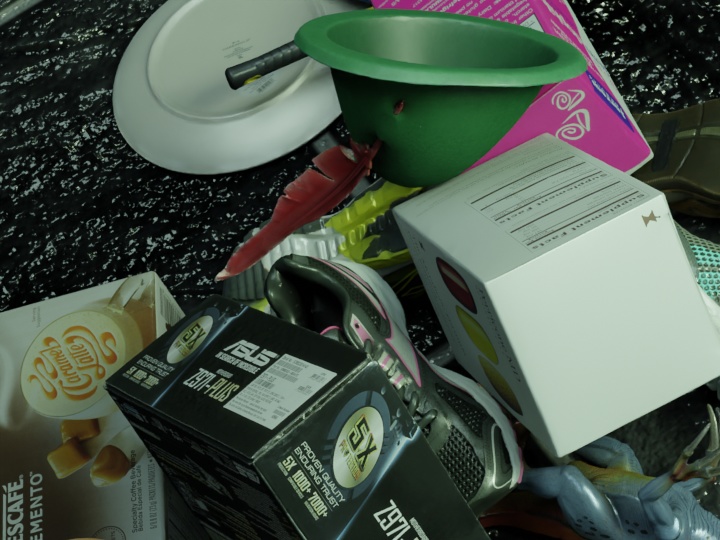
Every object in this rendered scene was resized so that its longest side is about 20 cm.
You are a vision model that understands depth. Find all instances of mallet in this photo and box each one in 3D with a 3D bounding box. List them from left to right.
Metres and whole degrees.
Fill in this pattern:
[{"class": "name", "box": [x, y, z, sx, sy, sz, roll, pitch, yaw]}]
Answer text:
[{"class": "mallet", "box": [0.002, -0.173, 1.562, 0.200, 0.066, 0.041, -24, 80, -14]}]

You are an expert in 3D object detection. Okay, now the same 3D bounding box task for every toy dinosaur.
[{"class": "toy dinosaur", "box": [0.170, 0.136, 1.306, 0.181, 0.200, 0.105, 43, 37, 18]}]

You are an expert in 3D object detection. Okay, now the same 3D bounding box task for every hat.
[{"class": "hat", "box": [0.033, -0.053, 1.357, 0.165, 0.176, 0.200, -4, 20, -26]}]

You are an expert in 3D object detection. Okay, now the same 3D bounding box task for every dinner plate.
[{"class": "dinner plate", "box": [-0.086, -0.152, 1.635, 0.200, 0.024, 0.200, -11, 53, 14]}]

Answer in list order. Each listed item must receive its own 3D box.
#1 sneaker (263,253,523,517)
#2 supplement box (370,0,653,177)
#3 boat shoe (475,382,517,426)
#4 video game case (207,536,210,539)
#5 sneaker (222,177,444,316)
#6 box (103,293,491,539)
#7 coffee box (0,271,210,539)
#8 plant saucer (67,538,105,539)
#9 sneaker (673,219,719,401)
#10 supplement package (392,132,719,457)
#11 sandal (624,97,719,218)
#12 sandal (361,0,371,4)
[{"class": "sneaker", "box": [0.005, 0.066, 1.297, 0.080, 0.086, 0.200, -51, 55, 11]}, {"class": "supplement box", "box": [0.091, -0.129, 1.471, 0.103, 0.101, 0.200, -36, 43, 15]}, {"class": "boat shoe", "box": [-0.001, 0.093, 1.393, 0.200, 0.072, 0.059, 0, 12, 34]}, {"class": "video game case", "box": [-0.140, 0.225, 1.371, 0.180, 0.026, 0.200, 19, 63, 31]}, {"class": "sneaker", "box": [0.000, 0.000, 1.459, 0.200, 0.085, 0.075, -21, 59, 34]}, {"class": "box", "box": [-0.029, 0.114, 1.244, 0.086, 0.164, 0.200, -39, 24, -17]}, {"class": "coffee box", "box": [-0.158, 0.112, 1.393, 0.114, 0.080, 0.200, -15, 51, 12]}, {"class": "plant saucer", "box": [-0.148, 0.248, 1.258, 0.200, 0.037, 0.201, -11, 72, 36]}, {"class": "sneaker", "box": [0.228, 0.023, 1.359, 0.091, 0.078, 0.200, -25, 51, -18]}, {"class": "supplement package", "box": [0.108, 0.008, 1.297, 0.109, 0.114, 0.200, -26, 16, -6]}, {"class": "sandal", "box": [0.212, -0.060, 1.433, 0.200, 0.055, 0.082, -5, 53, 37]}, {"class": "sandal", "box": [-0.030, -0.256, 1.655, 0.200, 0.087, 0.080, 40, 93, 18]}]
